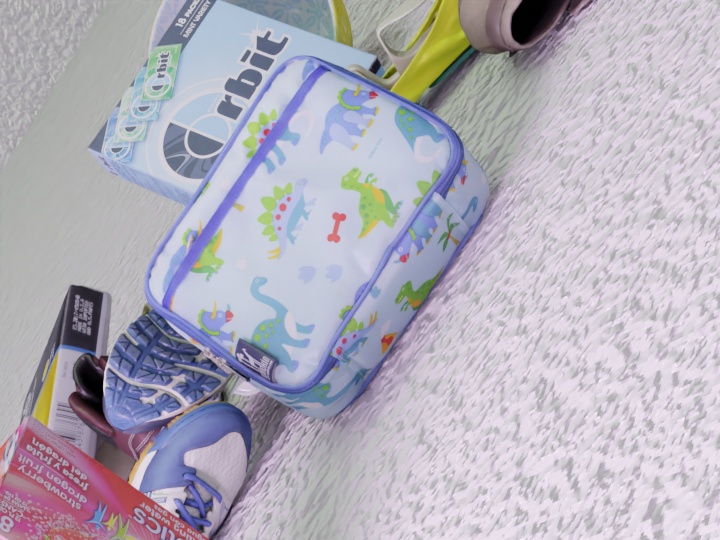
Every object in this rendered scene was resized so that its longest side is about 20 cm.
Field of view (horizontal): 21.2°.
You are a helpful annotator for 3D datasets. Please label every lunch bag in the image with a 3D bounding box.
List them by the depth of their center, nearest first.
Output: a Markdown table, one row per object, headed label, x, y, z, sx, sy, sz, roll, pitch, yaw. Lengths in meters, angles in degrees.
| label | x | y | z | sx | sy | sz | roll | pitch | yaw |
| --- | --- | --- | --- | --- | --- | --- | --- | --- | --- |
| lunch bag | -0.031 | -0.023 | 1.198 | 0.160 | 0.082 | 0.201 | 33 | 86 | 30 |

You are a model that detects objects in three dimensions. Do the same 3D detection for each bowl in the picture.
| label | x | y | z | sx | sy | sz | roll | pitch | yaw |
| --- | --- | --- | --- | --- | --- | --- | --- | --- | --- |
| bowl | -0.080 | -0.185 | 1.709 | 0.200 | 0.200 | 0.107 | -49 | -25 | 15 |

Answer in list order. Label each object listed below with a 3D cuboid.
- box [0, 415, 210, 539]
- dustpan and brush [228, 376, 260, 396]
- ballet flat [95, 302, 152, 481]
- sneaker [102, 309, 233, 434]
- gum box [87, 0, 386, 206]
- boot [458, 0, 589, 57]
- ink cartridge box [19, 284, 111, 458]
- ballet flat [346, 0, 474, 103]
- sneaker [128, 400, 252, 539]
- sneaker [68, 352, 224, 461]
| label | x | y | z | sx | sy | sz | roll | pitch | yaw |
| --- | --- | --- | --- | --- | --- | --- | --- | --- | --- |
| box | -0.125 | 0.182 | 0.972 | 0.100 | 0.199 | 0.096 | -45 | 17 | 24 |
| dustpan and brush | 0.000 | 0.000 | 1.273 | 0.201 | 0.057 | 0.140 | -54 | 4 | 24 |
| ballet flat | -0.189 | 0.107 | 1.544 | 0.069 | 0.069 | 0.201 | -33 | 26 | 50 |
| sneaker | -0.115 | 0.064 | 1.324 | 0.200 | 0.077 | 0.086 | -47 | -19 | -51 |
| gum box | -0.101 | -0.128 | 1.593 | 0.199 | 0.045 | 0.171 | 23 | 73 | 29 |
| boot | 0.140 | -0.232 | 1.321 | 0.201 | 0.070 | 0.146 | -53 | 22 | 7 |
| ink cartridge box | -0.243 | 0.148 | 1.490 | 0.199 | 0.047 | 0.201 | -94 | 25 | -48 |
| ballet flat | 0.027 | -0.147 | 1.444 | 0.200 | 0.067 | 0.067 | -50 | 17 | 16 |
| sneaker | -0.122 | 0.181 | 1.231 | 0.201 | 0.075 | 0.088 | -58 | 33 | -3 |
| sneaker | -0.161 | 0.090 | 1.409 | 0.076 | 0.115 | 0.200 | -53 | 17 | 1 |
